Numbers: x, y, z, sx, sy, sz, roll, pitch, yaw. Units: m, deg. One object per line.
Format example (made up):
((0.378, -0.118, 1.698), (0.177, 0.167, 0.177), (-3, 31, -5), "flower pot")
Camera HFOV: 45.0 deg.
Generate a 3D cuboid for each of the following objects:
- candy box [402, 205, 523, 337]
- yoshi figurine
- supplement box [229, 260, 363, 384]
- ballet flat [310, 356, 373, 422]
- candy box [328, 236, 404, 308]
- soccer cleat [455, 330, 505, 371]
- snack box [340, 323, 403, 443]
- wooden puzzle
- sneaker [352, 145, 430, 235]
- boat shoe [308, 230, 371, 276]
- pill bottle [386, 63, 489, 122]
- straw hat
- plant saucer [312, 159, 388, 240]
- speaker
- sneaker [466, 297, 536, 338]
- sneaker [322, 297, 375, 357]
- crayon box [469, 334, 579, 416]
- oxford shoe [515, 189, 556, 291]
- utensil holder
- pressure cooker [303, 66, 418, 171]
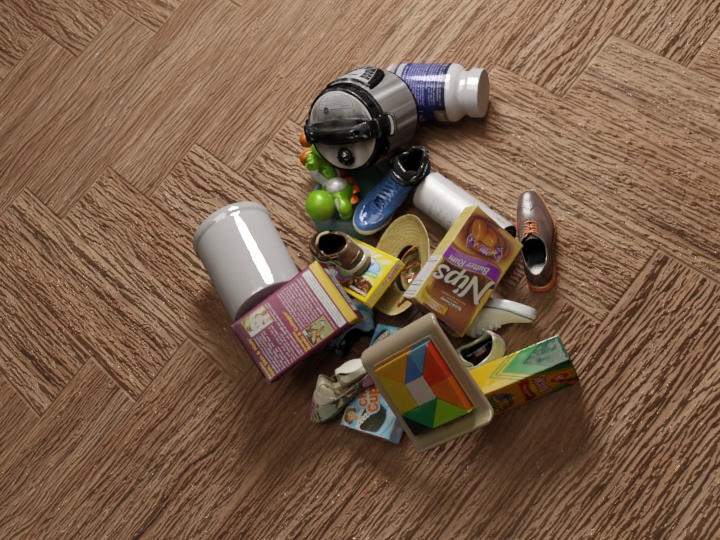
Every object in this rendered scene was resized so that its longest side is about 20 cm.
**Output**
((0.179, 0.001, 1.503), (0.117, 0.056, 0.200), (38, 79, -14), "candy box")
((-0.082, -0.176, 1.724), (0.112, 0.112, 0.201), (-43, 54, 28), "yoshi figurine")
((-0.113, 0.094, 1.573), (0.200, 0.103, 0.131), (-36, 84, 4), "supplement box")
((-0.031, 0.200, 1.560), (0.200, 0.071, 0.069), (-37, 44, 19), "ballet flat")
((0.000, 0.000, 1.647), (0.102, 0.026, 0.200), (-50, 30, -7), "candy box")
((0.169, 0.177, 1.521), (0.200, 0.085, 0.069), (-38, 60, 2), "soccer cleat")
((0.049, 0.202, 1.570), (0.116, 0.037, 0.201), (8, 70, 41), "snack box")
((0.103, 0.193, 1.441), (0.185, 0.037, 0.201), (-34, 85, 40), "wooden puzzle")
((0.059, -0.160, 1.667), (0.200, 0.111, 0.077), (-41, 73, -12), "sneaker")
((-0.053, -0.051, 1.670), (0.075, 0.075, 0.202), (-54, 31, -9), "boat shoe")
((0.152, -0.357, 1.743), (0.199, 0.116, 0.116), (5, 70, 24), "pill bottle")
((0.103, 0.002, 1.618), (0.201, 0.085, 0.202), (-36, 46, 49), "straw hat")
((-0.017, -0.158, 1.769), (0.199, 0.036, 0.201), (-9, 65, 18), "plant saucer")
((0.193, -0.103, 1.637), (0.200, 0.081, 0.081), (39, 85, 30), "speaker")
((0.217, 0.088, 1.558), (0.199, 0.073, 0.071), (2, 77, 32), "sneaker")
((-0.062, 0.127, 1.640), (0.199, 0.078, 0.090), (-26, 64, 9), "sneaker")
((0.259, 0.186, 1.460), (0.199, 0.127, 0.051), (-24, 60, 11), "crayon box")
((0.318, -0.066, 1.576), (0.071, 0.073, 0.201), (-13, 64, 16), "oxford shoe")
((-0.214, -0.006, 1.706), (0.170, 0.170, 0.200), (-34, 62, 4), "utensil holder")
((0.000, -0.284, 1.664), (0.179, 0.200, 0.176), (45, 132, 8), "pressure cooker")
